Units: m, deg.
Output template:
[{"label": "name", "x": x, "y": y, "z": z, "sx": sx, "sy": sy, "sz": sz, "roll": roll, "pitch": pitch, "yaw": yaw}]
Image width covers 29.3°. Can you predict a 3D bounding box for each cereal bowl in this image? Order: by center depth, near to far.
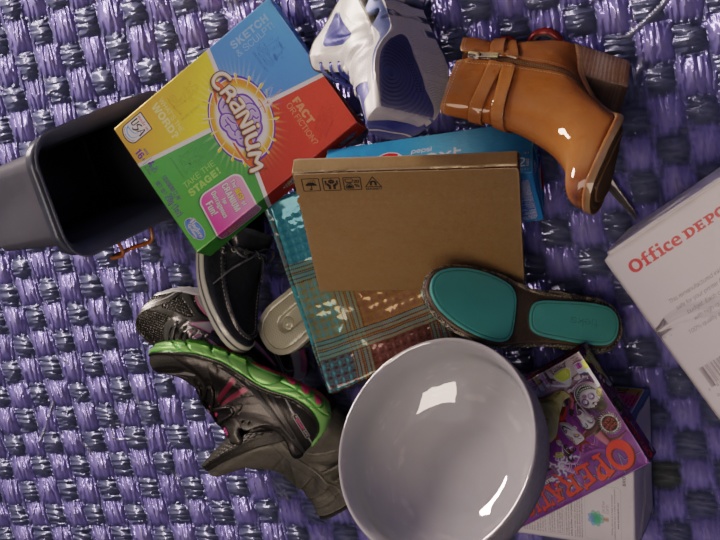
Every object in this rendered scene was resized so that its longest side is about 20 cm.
[{"label": "cereal bowl", "x": 0.082, "y": 0.169, "z": 1.233, "sx": 0.198, "sy": 0.083, "sz": 0.203, "roll": -13, "pitch": 61, "yaw": 24}]

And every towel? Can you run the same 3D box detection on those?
[{"label": "towel", "x": 0.000, "y": 0.000, "z": 1.330, "sx": 0.145, "sy": 0.022, "sz": 0.203, "roll": -22, "pitch": 79, "yaw": 13}]

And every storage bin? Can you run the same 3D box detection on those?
[{"label": "storage bin", "x": -0.281, "y": -0.082, "z": 1.404, "sx": 0.133, "sy": 0.199, "sz": 0.147, "roll": -9, "pitch": 106, "yaw": 40}]

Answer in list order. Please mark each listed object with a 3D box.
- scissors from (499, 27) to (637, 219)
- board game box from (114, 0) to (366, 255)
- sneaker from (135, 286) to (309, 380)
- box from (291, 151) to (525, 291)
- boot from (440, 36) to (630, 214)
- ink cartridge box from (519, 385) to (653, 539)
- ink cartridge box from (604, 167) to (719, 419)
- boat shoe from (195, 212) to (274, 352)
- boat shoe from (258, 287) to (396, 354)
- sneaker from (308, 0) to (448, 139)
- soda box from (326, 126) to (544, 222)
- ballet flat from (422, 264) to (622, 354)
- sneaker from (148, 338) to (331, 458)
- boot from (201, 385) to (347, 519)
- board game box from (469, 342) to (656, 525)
[{"label": "scissors", "x": 0.184, "y": -0.127, "z": 1.255, "sx": 0.072, "sy": 0.014, "sz": 0.202, "roll": -21, "pitch": 99, "yaw": 28}, {"label": "board game box", "x": -0.117, "y": -0.136, "z": 1.324, "sx": 0.199, "sy": 0.040, "sz": 0.154, "roll": -38, "pitch": 79, "yaw": 9}, {"label": "sneaker", "x": -0.157, "y": 0.078, "z": 1.455, "sx": 0.197, "sy": 0.086, "sz": 0.082, "roll": 14, "pitch": 114, "yaw": 21}, {"label": "box", "x": 0.047, "y": -0.040, "z": 1.239, "sx": 0.197, "sy": 0.021, "sz": 0.165, "roll": -1, "pitch": 140, "yaw": 8}, {"label": "boot", "x": 0.142, "y": -0.126, "z": 1.156, "sx": 0.152, "sy": 0.201, "sz": 0.074, "roll": 11, "pitch": 129, "yaw": 6}, {"label": "ink cartridge box", "x": 0.178, "y": 0.180, "z": 1.335, "sx": 0.197, "sy": 0.076, "sz": 0.139, "roll": 3, "pitch": 108, "yaw": 24}, {"label": "ink cartridge box", "x": 0.331, "y": 0.019, "z": 1.194, "sx": 0.146, "sy": 0.083, "sz": 0.201, "roll": -36, "pitch": 92, "yaw": 32}, {"label": "boat shoe", "x": -0.122, "y": -0.020, "z": 1.374, "sx": 0.062, "sy": 0.074, "sz": 0.203, "roll": -15, "pitch": 70, "yaw": 28}, {"label": "boat shoe", "x": -0.009, "y": 0.018, "z": 1.379, "sx": 0.199, "sy": 0.067, "sz": 0.073, "roll": -32, "pitch": 73, "yaw": 18}, {"label": "sneaker", "x": 0.012, "y": -0.188, "z": 1.247, "sx": 0.080, "sy": 0.202, "sz": 0.115, "roll": 14, "pitch": 143, "yaw": -28}, {"label": "soda box", "x": 0.067, "y": -0.079, "z": 1.262, "sx": 0.197, "sy": 0.068, "sz": 0.065, "roll": -6, "pitch": 138, "yaw": 15}, {"label": "ballet flat", "x": 0.141, "y": 0.043, "z": 1.269, "sx": 0.197, "sy": 0.075, "sz": 0.069, "roll": 11, "pitch": 79, "yaw": -13}, {"label": "sneaker", "x": -0.128, "y": 0.125, "z": 1.366, "sx": 0.198, "sy": 0.077, "sz": 0.085, "roll": 23, "pitch": 87, "yaw": 12}, {"label": "boot", "x": -0.072, "y": 0.218, "z": 1.483, "sx": 0.199, "sy": 0.068, "sz": 0.132, "roll": -27, "pitch": 101, "yaw": 33}, {"label": "board game box", "x": 0.160, "y": 0.165, "z": 1.282, "sx": 0.199, "sy": 0.032, "sz": 0.121, "roll": -34, "pitch": 94, "yaw": 31}]
